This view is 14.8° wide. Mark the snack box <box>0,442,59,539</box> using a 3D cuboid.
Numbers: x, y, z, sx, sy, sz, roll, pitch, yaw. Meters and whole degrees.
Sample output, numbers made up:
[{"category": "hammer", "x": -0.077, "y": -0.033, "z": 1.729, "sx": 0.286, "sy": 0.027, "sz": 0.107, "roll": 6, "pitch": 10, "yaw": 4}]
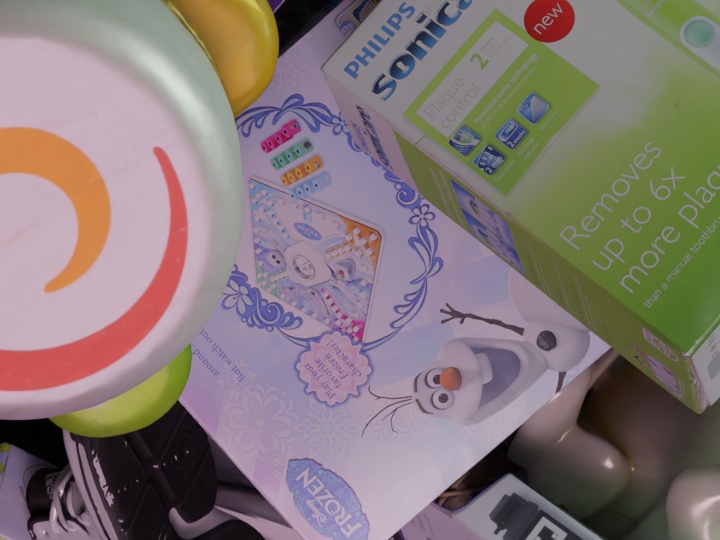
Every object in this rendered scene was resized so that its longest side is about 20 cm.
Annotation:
[{"category": "snack box", "x": -0.146, "y": 0.164, "z": 1.465, "sx": 0.200, "sy": 0.053, "sz": 0.142, "roll": 29, "pitch": 148, "yaw": -28}]

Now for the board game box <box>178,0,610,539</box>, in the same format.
[{"category": "board game box", "x": 0.000, "y": 0.000, "z": 1.251, "sx": 0.199, "sy": 0.043, "sz": 0.200, "roll": -41, "pitch": 98, "yaw": 2}]

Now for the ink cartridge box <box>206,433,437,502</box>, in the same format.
[{"category": "ink cartridge box", "x": -0.031, "y": 0.017, "z": 1.351, "sx": 0.159, "sy": 0.047, "sz": 0.201, "roll": 10, "pitch": 120, "yaw": 10}]

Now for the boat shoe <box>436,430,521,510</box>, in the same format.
[{"category": "boat shoe", "x": 0.059, "y": 0.107, "z": 1.445, "sx": 0.074, "sy": 0.067, "sz": 0.200, "roll": -31, "pitch": 127, "yaw": 25}]

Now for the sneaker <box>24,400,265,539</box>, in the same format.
[{"category": "sneaker", "x": -0.125, "y": 0.110, "z": 1.314, "sx": 0.115, "sy": 0.076, "sz": 0.201, "roll": 11, "pitch": 150, "yaw": 27}]

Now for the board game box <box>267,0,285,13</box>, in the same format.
[{"category": "board game box", "x": -0.147, "y": -0.116, "z": 1.224, "sx": 0.165, "sy": 0.057, "sz": 0.200, "roll": 26, "pitch": 127, "yaw": -25}]

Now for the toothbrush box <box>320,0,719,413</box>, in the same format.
[{"category": "toothbrush box", "x": 0.108, "y": -0.064, "z": 1.148, "sx": 0.146, "sy": 0.200, "sz": 0.086, "roll": -47, "pitch": 158, "yaw": -7}]

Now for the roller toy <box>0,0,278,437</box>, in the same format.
[{"category": "roller toy", "x": -0.140, "y": -0.047, "z": 1.142, "sx": 0.182, "sy": 0.140, "sz": 0.201, "roll": 16, "pitch": 111, "yaw": -10}]

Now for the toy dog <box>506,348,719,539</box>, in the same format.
[{"category": "toy dog", "x": 0.173, "y": 0.123, "z": 1.349, "sx": 0.200, "sy": 0.139, "sz": 0.194, "roll": 35, "pitch": 125, "yaw": 13}]

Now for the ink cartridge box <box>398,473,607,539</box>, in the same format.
[{"category": "ink cartridge box", "x": 0.105, "y": 0.168, "z": 1.352, "sx": 0.200, "sy": 0.043, "sz": 0.198, "roll": 34, "pitch": 165, "yaw": 20}]

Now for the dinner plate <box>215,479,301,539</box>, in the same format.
[{"category": "dinner plate", "x": -0.043, "y": 0.143, "z": 1.446, "sx": 0.199, "sy": 0.024, "sz": 0.200, "roll": 18, "pitch": 163, "yaw": 6}]
